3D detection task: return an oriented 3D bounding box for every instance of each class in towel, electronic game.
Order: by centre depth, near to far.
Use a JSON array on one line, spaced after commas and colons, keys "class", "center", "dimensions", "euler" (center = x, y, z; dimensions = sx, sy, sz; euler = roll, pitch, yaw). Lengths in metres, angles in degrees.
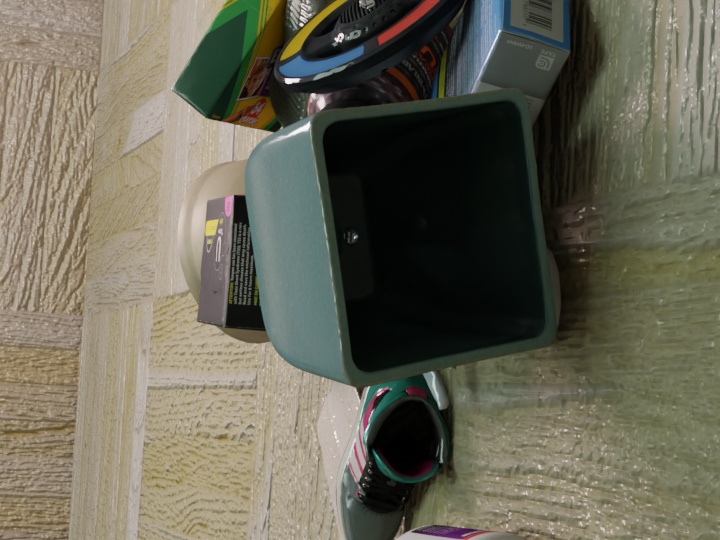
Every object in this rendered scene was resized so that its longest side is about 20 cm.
[{"class": "electronic game", "center": [0.011, -0.218, 1.461], "dimensions": [0.042, 0.199, 0.200], "euler": [57, 174, -23]}, {"class": "towel", "center": [-0.007, 0.185, 1.739], "dimensions": [0.201, 0.034, 0.133], "euler": [-106, 29, -47]}]

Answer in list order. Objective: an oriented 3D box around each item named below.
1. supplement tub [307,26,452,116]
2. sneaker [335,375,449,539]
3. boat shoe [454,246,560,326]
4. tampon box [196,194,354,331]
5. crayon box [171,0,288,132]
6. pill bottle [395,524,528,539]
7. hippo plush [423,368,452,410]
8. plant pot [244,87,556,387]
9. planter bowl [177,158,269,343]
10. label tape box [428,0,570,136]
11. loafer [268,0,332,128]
[{"class": "supplement tub", "center": [0.016, -0.165, 1.541], "dimensions": [0.201, 0.106, 0.108], "euler": [-65, -2, -49]}, {"class": "sneaker", "center": [0.031, 0.187, 1.567], "dimensions": [0.121, 0.083, 0.202], "euler": [-123, 42, -75]}, {"class": "boat shoe", "center": [0.109, -0.010, 1.393], "dimensions": [0.201, 0.070, 0.073], "euler": [-109, 31, -50]}, {"class": "tampon box", "center": [-0.047, -0.002, 1.636], "dimensions": [0.150, 0.198, 0.128], "euler": [179, 96, -74]}, {"class": "crayon box", "center": [-0.095, -0.237, 1.768], "dimensions": [0.173, 0.058, 0.200], "euler": [-55, -15, 11]}, {"class": "pill bottle", "center": [0.078, 0.264, 1.355], "dimensions": [0.200, 0.111, 0.114], "euler": [163, 110, -70]}, {"class": "hippo plush", "center": [0.000, 0.000, 1.517], "dimensions": [0.160, 0.159, 0.202], "euler": [-77, -16, -64]}, {"class": "plant pot", "center": [0.008, -0.024, 1.315], "dimensions": [0.199, 0.194, 0.199], "euler": [-3, 96, 58]}, {"class": "planter bowl", "center": [-0.078, -0.033, 1.805], "dimensions": [0.134, 0.199, 0.203], "euler": [-15, 69, 40]}, {"class": "label tape box", "center": [0.111, -0.163, 1.401], "dimensions": [0.201, 0.065, 0.144], "euler": [112, 168, -46]}, {"class": "loafer", "center": [-0.042, -0.208, 1.710], "dimensions": [0.076, 0.069, 0.201], "euler": [56, 149, 28]}]
